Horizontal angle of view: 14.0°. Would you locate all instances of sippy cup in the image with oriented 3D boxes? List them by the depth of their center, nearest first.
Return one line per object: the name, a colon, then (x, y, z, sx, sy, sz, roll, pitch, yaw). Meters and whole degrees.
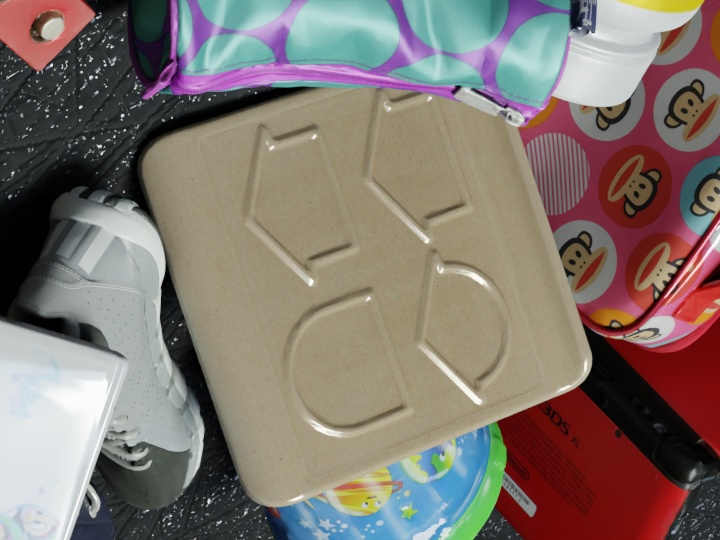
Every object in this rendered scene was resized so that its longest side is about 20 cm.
sippy cup: (-0.010, 0.079, 1.526, 0.139, 0.178, 0.130, -17, 139, 17)

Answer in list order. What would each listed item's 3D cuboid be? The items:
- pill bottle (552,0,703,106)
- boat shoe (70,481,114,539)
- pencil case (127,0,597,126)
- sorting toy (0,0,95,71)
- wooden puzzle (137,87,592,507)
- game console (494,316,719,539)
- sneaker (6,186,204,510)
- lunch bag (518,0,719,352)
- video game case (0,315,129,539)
pill bottle: (0.128, -0.185, 1.384, 0.114, 0.114, 0.200, -4, 131, -44)
boat shoe: (-0.171, 0.110, 1.443, 0.093, 0.075, 0.200, -31, 153, -28)
pencil case: (-0.003, -0.113, 1.299, 0.199, 0.093, 0.085, 3, 160, -20)
sorting toy: (-0.208, -0.109, 1.154, 0.200, 0.070, 0.199, -44, 147, 1)
wooden puzzle: (0.000, 0.000, 1.439, 0.200, 0.186, 0.046, -20, -178, -28)
game console: (0.144, 0.060, 1.590, 0.118, 0.200, 0.173, -8, 133, -40)
sneaker: (-0.136, 0.066, 1.385, 0.200, 0.075, 0.116, 81, 30, -42)
lunch bag: (0.164, -0.063, 1.499, 0.200, 0.176, 0.082, -53, 145, 14)
video game case: (-0.215, 0.106, 1.277, 0.182, 0.024, 0.201, 18, 93, -24)
